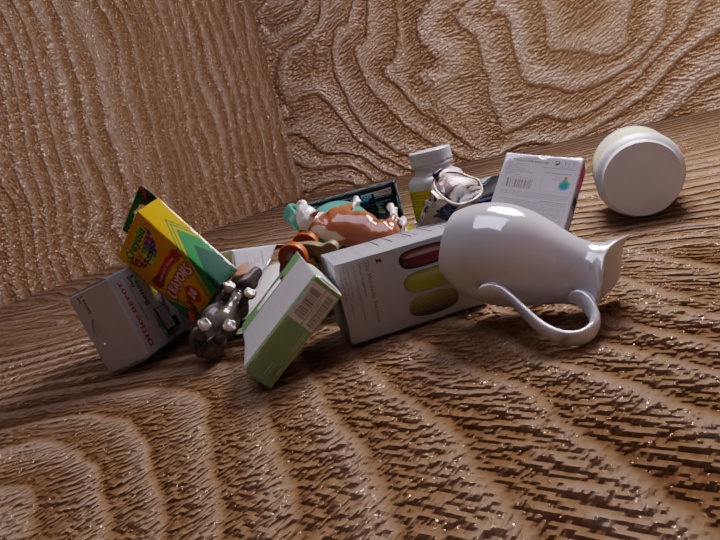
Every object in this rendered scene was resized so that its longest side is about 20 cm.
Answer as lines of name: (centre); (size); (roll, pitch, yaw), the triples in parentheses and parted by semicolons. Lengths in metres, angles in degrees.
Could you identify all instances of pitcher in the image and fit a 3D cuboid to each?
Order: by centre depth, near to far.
pitcher: (0.186, 0.003, 0.671); (0.198, 0.122, 0.172); (15, 41, 25)

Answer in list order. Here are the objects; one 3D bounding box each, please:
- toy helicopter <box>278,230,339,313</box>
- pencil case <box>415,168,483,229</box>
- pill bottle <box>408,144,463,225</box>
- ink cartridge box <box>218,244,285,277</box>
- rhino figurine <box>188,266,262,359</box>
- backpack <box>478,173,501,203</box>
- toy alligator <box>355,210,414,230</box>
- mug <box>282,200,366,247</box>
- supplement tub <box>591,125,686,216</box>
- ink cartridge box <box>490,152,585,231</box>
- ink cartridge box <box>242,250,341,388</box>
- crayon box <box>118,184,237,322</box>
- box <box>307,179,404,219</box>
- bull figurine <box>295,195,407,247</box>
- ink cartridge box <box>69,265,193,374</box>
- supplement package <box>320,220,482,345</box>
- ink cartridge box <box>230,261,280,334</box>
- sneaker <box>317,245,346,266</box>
toy helicopter: (-0.034, 0.018, 0.923); (0.198, 0.134, 0.079); (7, 21, 12)
pencil case: (0.124, -0.068, 0.941); (0.088, 0.201, 0.078); (-9, 54, -21)
pill bottle: (0.154, -0.134, 1.131); (0.110, 0.202, 0.111); (-15, 12, 3)
ink cartridge box: (-0.233, -0.010, 1.067); (0.161, 0.051, 0.200); (-9, -1, 26)
rhino figurine: (-0.201, 0.056, 0.900); (0.088, 0.059, 0.201); (-53, 7, 39)
backpack: (0.261, -0.105, 1.025); (0.181, 0.136, 0.200); (-11, 13, 21)
toy alligator: (0.069, -0.048, 1.061); (0.059, 0.198, 0.055); (-53, 21, 45)
mug: (-0.059, -0.053, 1.124); (0.183, 0.154, 0.114); (-2, 13, 5)
supplement tub: (0.495, -0.179, 1.046); (0.143, 0.147, 0.200); (-10, 13, 22)
ink cartridge box: (0.249, -0.076, 0.864); (0.118, 0.202, 0.042); (12, -18, 30)
ink cartridge box: (-0.101, 0.056, 0.788); (0.146, 0.048, 0.200); (-53, 14, 1)
crayon box: (-0.306, -0.023, 0.930); (0.127, 0.200, 0.051); (-46, 3, 43)
box: (-0.005, -0.083, 1.196); (0.198, 0.161, 0.046); (-14, 11, 7)
bull figurine: (-0.011, -0.077, 0.978); (0.198, 0.066, 0.122); (21, 37, 15)
ink cartridge box: (-0.375, 0.064, 1.004); (0.083, 0.146, 0.200); (-23, 10, 17)
supplement package: (0.058, 0.010, 0.813); (0.198, 0.115, 0.109); (-17, 12, -10)
ink cartridge box: (-0.176, 0.060, 1.013); (0.144, 0.048, 0.201); (-12, 34, 16)
sneaker: (0.000, 0.000, 0.988); (0.198, 0.092, 0.076); (-5, 14, 35)
